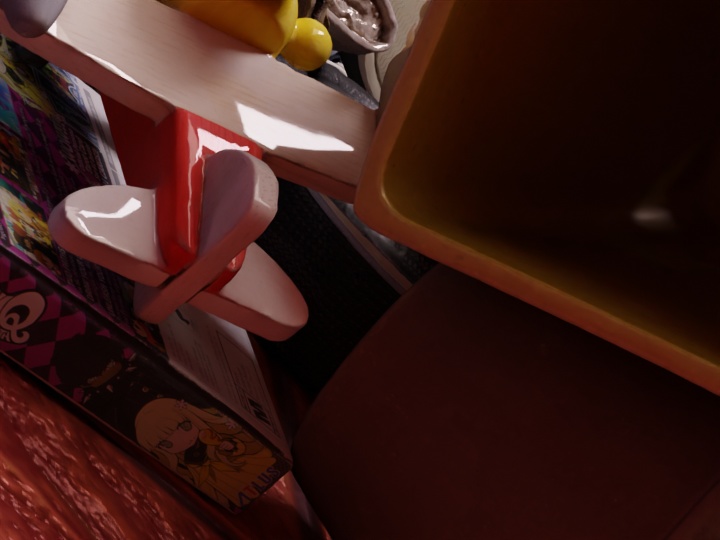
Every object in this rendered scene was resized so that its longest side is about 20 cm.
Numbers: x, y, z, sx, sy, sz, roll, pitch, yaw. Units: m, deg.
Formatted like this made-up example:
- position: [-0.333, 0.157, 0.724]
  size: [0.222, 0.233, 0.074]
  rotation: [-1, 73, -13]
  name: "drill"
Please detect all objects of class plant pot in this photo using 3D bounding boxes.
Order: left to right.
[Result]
- position: [0.071, 0.086, 0.967]
  size: [0.174, 0.201, 0.200]
  rotation: [42, 12, 12]
  name: "plant pot"
- position: [0.152, -0.063, 0.941]
  size: [0.194, 0.197, 0.200]
  rotation: [26, 7, 27]
  name: "plant pot"

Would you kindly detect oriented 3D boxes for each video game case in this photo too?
- position: [-0.115, -0.022, 0.987]
  size: [0.181, 0.036, 0.200]
  rotation: [39, 16, -36]
  name: "video game case"

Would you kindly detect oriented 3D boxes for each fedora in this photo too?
- position: [0.000, 0.000, 1.170]
  size: [0.201, 0.092, 0.201]
  rotation: [44, 14, -14]
  name: "fedora"

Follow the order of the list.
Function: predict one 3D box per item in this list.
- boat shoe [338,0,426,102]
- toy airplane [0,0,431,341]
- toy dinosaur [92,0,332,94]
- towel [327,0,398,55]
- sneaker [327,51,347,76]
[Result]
- position: [0.003, -0.142, 1.227]
  size: [0.067, 0.072, 0.201]
  rotation: [32, -26, 40]
  name: "boat shoe"
- position: [-0.050, -0.075, 0.949]
  size: [0.199, 0.141, 0.200]
  rotation: [44, 23, 15]
  name: "toy airplane"
- position: [-0.100, -0.091, 1.141]
  size: [0.101, 0.199, 0.059]
  rotation: [-17, 106, -47]
  name: "toy dinosaur"
- position: [-0.080, -0.168, 1.154]
  size: [0.200, 0.035, 0.132]
  rotation: [44, -14, -32]
  name: "towel"
- position: [-0.041, -0.089, 1.323]
  size: [0.200, 0.079, 0.078]
  rotation: [47, 14, 1]
  name: "sneaker"
